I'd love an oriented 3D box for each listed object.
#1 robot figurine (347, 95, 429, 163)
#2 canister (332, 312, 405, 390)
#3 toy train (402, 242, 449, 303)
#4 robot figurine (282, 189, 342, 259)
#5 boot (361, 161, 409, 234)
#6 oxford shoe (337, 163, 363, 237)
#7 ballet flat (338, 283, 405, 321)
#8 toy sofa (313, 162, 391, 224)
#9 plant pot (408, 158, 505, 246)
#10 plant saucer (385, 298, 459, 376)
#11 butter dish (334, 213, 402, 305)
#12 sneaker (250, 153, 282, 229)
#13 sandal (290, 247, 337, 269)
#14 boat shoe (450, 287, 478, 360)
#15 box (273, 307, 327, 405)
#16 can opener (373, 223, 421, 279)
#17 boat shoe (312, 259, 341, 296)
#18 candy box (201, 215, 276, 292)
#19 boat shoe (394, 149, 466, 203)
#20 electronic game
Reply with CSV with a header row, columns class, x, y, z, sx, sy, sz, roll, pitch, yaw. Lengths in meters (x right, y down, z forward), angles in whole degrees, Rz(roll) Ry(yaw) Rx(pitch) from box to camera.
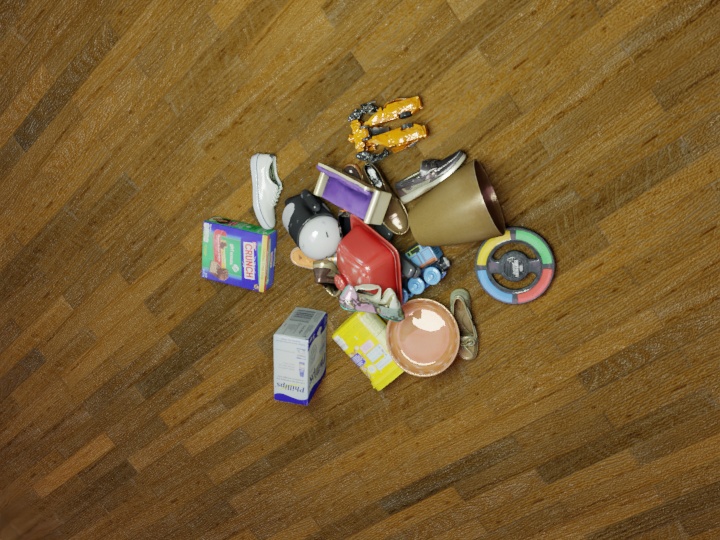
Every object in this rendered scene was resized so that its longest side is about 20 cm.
class,x,y,z,sx,sy,sz,roll,pitch,yaw
robot figurine,0.062,-0.344,1.497,0.196,0.058,0.148,-12,89,20
canister,0.034,0.209,1.699,0.148,0.087,0.200,-41,92,25
toy train,0.135,0.002,1.598,0.198,0.086,0.116,-33,89,26
robot figurine,-0.124,-0.117,1.574,0.125,0.149,0.201,-47,48,10
boot,0.058,-0.179,1.536,0.073,0.075,0.203,-30,90,4
oxford shoe,-0.025,-0.171,1.586,0.070,0.073,0.205,3,109,18
ballet flat,0.040,0.072,1.456,0.197,0.069,0.072,16,110,-33
toy sofa,-0.030,-0.187,1.487,0.198,0.097,0.084,32,107,36
plant pot,0.220,-0.135,1.465,0.197,0.187,0.189,-23,102,24
plant saucer,0.164,0.175,1.612,0.195,0.037,0.205,0,91,16
butter dish,0.000,0.000,1.519,0.199,0.146,0.203,40,151,37
sneaker,-0.245,-0.209,1.638,0.069,0.073,0.205,0,109,22
sandal,-0.102,-0.022,1.670,0.202,0.059,0.081,2,110,15
boat shoe,0.267,0.151,1.619,0.072,0.063,0.204,-9,107,19
box,-0.165,0.236,1.714,0.102,0.184,0.204,8,112,12
can opener,0.081,-0.055,1.553,0.200,0.052,0.067,48,114,34
boat shoe,-0.070,0.034,1.610,0.071,0.200,0.074,-5,71,18
candy box,-0.341,-0.046,1.724,0.196,0.077,0.173,12,112,11
boat shoe,0.167,-0.239,1.507,0.198,0.072,0.065,-33,103,30
electronic game,0.385,-0.011,1.538,0.195,0.042,0.205,5,110,15
